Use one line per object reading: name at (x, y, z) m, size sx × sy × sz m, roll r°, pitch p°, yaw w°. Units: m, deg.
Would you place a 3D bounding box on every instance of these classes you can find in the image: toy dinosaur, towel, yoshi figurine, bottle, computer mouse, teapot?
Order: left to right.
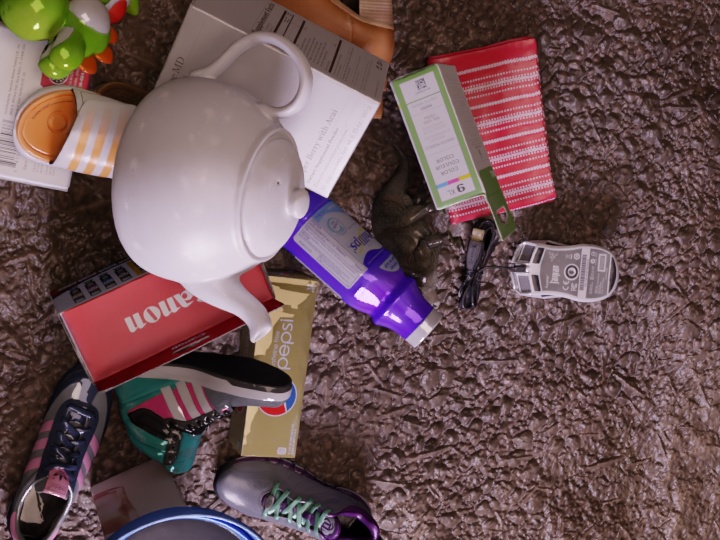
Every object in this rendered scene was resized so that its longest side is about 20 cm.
yoshi figurine at (-0.270, -0.271, 0.990) m, size 0.112 × 0.112 × 0.200 m, roll 12°, pitch 54°, yaw -2°
teapot at (-0.114, -0.077, 0.946) m, size 0.200 × 0.146 × 0.197 m, roll 78°, pitch 30°, yaw -47°
bottle at (0.000, 0.000, 1.154) m, size 0.200 × 0.084 × 0.065 m, roll 42°, pitch 116°, yaw 2°
toy dinosaur at (0.053, -0.046, 1.200) m, size 0.102 × 0.077 × 0.200 m, roll -22°, pitch 92°, yaw 17°
towel at (0.156, -0.165, 1.252) m, size 0.145 × 0.022 × 0.200 m, roll -13°, pitch 102°, yaw -17°
computer mouse at (0.215, 0.001, 1.288) m, size 0.200 × 0.044 × 0.110 m, roll 6°, pitch 91°, yaw -15°

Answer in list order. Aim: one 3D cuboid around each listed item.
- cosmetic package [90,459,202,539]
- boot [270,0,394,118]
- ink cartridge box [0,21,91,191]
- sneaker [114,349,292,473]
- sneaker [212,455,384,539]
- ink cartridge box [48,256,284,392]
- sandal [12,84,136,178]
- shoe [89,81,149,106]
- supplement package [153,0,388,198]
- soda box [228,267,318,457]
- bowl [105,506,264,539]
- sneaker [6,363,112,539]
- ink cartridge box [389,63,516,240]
cosmetic package at (-0.211, 0.278, 1.086) m, size 0.087 × 0.200 × 0.103 m, roll -21°, pitch 103°, yaw -15°
boot at (-0.058, -0.236, 1.139) m, size 0.200 × 0.074 × 0.155 m, roll 0°, pitch 104°, yaw -14°
ink cartridge box at (-0.371, -0.167, 1.025) m, size 0.200 × 0.083 × 0.145 m, roll 11°, pitch 94°, yaw -22°
sneaker at (-0.168, 0.153, 1.117) m, size 0.200 × 0.084 × 0.121 m, roll 6°, pitch 104°, yaw 19°
sneaker at (-0.064, 0.261, 1.197) m, size 0.200 × 0.088 × 0.074 m, roll 20°, pitch 91°, yaw -22°
ink cartridge box at (-0.196, 0.028, 1.068) m, size 0.200 × 0.176 × 0.084 m, roll -26°, pitch 106°, yaw -15°
sandal at (-0.223, -0.125, 1.022) m, size 0.207 × 0.059 × 0.079 m, roll 10°, pitch 94°, yaw -35°
shoe at (-0.195, -0.145, 1.110) m, size 0.200 × 0.053 × 0.070 m, roll 22°, pitch 78°, yaw -35°
supplement package at (-0.089, -0.185, 1.066) m, size 0.200 × 0.120 × 0.121 m, roll 26°, pitch 120°, yaw -9°
soda box at (-0.097, 0.099, 1.172) m, size 0.064 × 0.068 × 0.200 m, roll 5°, pitch 96°, yaw -20°
bowl at (-0.167, 0.312, 0.978) m, size 0.201 × 0.039 × 0.201 m, roll -3°, pitch 100°, yaw -19°
sneaker at (-0.305, 0.195, 1.102) m, size 0.070 × 0.082 × 0.200 m, roll 20°, pitch 90°, yaw -21°
ink cartridge box at (0.103, -0.123, 1.167) m, size 0.059 × 0.104 × 0.200 m, roll -21°, pitch 93°, yaw 17°
